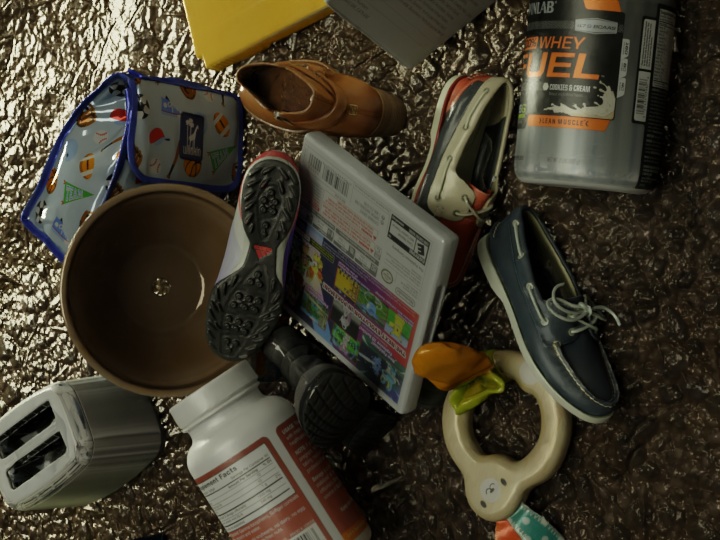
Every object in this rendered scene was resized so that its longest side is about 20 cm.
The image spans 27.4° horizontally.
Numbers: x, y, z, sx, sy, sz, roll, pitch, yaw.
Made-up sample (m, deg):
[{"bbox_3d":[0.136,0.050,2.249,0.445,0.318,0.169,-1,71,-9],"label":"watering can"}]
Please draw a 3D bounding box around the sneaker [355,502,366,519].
[{"bbox_3d":[-0.087,0.207,1.449,0.200,0.078,0.080,45,108,25],"label":"sneaker"}]

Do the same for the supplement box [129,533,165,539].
[{"bbox_3d":[-0.274,0.416,1.546,0.200,0.134,0.201,-38,69,29],"label":"supplement box"}]

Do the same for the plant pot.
[{"bbox_3d":[-0.188,0.017,1.416,0.093,0.200,0.202,-166,80,-77],"label":"plant pot"}]

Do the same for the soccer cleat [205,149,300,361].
[{"bbox_3d":[-0.095,-0.014,1.360,0.068,0.073,0.201,13,107,-3],"label":"soccer cleat"}]

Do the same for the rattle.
[{"bbox_3d":[0.112,0.167,1.276,0.129,0.143,0.201,3,85,17],"label":"rattle"}]

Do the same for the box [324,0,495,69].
[{"bbox_3d":[0.011,-0.314,1.293,0.130,0.200,0.199,-36,68,14],"label":"box"}]

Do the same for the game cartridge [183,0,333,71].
[{"bbox_3d":[-0.103,-0.316,1.494,0.199,0.032,0.177,-20,78,36],"label":"game cartridge"}]

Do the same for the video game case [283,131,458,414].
[{"bbox_3d":[0.000,0.000,1.323,0.200,0.023,0.183,39,130,38],"label":"video game case"}]

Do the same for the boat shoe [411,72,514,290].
[{"bbox_3d":[0.093,-0.078,1.321,0.062,0.071,0.201,11,89,50],"label":"boat shoe"}]

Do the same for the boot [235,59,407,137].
[{"bbox_3d":[-0.071,-0.170,1.391,0.199,0.154,0.074,11,95,34],"label":"boot"}]

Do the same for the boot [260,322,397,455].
[{"bbox_3d":[-0.049,0.099,1.354,0.070,0.200,0.132,-44,67,-4],"label":"boot"}]

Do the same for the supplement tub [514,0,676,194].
[{"bbox_3d":[0.195,-0.167,1.222,0.122,0.122,0.201,7,93,35],"label":"supplement tub"}]

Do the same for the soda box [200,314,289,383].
[{"bbox_3d":[-0.167,0.078,1.514,0.199,0.063,0.069,1,89,36],"label":"soda box"}]

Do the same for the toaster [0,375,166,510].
[{"bbox_3d":[-0.303,0.181,1.571,0.200,0.129,0.114,-33,72,30],"label":"toaster"}]

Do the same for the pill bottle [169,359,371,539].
[{"bbox_3d":[-0.086,0.187,1.340,0.112,0.112,0.201,-33,88,30],"label":"pill bottle"}]

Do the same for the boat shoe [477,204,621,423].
[{"bbox_3d":[0.171,0.035,1.272,0.062,0.075,0.201,-47,55,38],"label":"boat shoe"}]

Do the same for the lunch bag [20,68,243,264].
[{"bbox_3d":[-0.216,-0.100,1.485,0.124,0.170,0.201,38,110,31],"label":"lunch bag"}]

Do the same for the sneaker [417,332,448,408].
[{"bbox_3d":[0.032,0.029,1.356,0.201,0.066,0.091,66,152,18],"label":"sneaker"}]
